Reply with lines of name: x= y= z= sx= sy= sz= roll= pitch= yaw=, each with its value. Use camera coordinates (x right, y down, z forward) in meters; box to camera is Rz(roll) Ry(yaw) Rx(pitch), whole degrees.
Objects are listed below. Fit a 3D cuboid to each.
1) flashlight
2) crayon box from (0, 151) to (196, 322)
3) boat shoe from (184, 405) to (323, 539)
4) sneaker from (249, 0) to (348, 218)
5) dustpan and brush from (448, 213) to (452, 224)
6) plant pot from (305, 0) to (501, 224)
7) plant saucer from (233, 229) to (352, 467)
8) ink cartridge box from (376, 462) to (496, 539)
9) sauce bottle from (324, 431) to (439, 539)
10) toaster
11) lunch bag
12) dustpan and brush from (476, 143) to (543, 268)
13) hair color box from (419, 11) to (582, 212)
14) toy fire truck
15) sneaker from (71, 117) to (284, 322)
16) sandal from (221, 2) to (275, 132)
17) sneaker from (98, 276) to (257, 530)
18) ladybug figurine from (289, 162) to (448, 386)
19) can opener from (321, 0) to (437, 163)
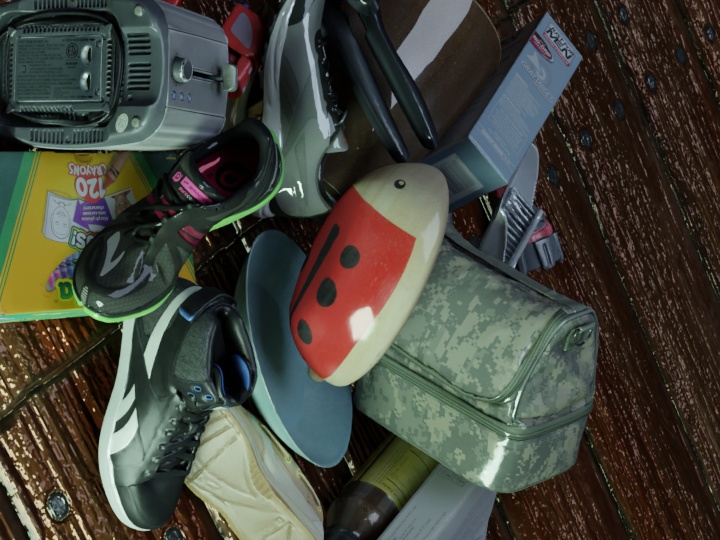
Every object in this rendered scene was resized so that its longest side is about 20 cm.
flashlight: x=0.140 y=-0.095 z=1.813 sx=0.068 sy=0.067 sz=0.202 roll=-27 pitch=101 yaw=-53
crayon box: x=-0.219 y=-0.026 z=1.396 sx=0.199 sy=0.058 sz=0.120 roll=-4 pitch=84 yaw=-49
boat shoe: x=-0.096 y=0.154 z=1.488 sx=0.201 sy=0.073 sz=0.069 roll=57 pitch=21 yaw=-16
sneaker: x=-0.043 y=-0.139 z=1.480 sx=0.074 sy=0.078 sz=0.202 roll=-48 pitch=147 yaw=-79
dustpan and brush: x=0.044 y=-0.017 z=1.676 sx=0.199 sy=0.057 sz=0.141 roll=8 pitch=74 yaw=-47
plant pot: x=-0.002 y=-0.145 z=1.600 sx=0.187 sy=0.186 sz=0.201 roll=44 pitch=63 yaw=-32
plant saucer: x=-0.064 y=0.068 z=1.532 sx=0.201 sy=0.038 sz=0.203 roll=-16 pitch=90 yaw=-71
ink cartridge box: x=0.055 y=0.260 z=1.612 sx=0.200 sy=0.044 sz=0.177 roll=-44 pitch=152 yaw=-46
sauce bottle: x=0.012 y=0.202 z=1.595 sx=0.200 sy=0.064 sz=0.065 roll=-44 pitch=113 yaw=-43
toaster: x=-0.191 y=-0.144 z=1.379 sx=0.129 sy=0.198 sz=0.115 roll=2 pitch=89 yaw=-62
lunch bag: x=0.101 y=0.067 z=1.574 sx=0.139 sy=0.199 sz=0.169 roll=-10 pitch=122 yaw=-46
dustpan and brush: x=0.129 y=-0.003 z=1.690 sx=0.057 sy=0.201 sz=0.140 roll=26 pitch=33 yaw=3
hair color box: x=0.120 y=-0.142 z=1.692 sx=0.061 sy=0.099 sz=0.201 roll=47 pitch=47 yaw=-17
toy fire truck: x=-0.150 y=-0.243 z=1.485 sx=0.199 sy=0.049 sz=0.142 roll=30 pitch=74 yaw=-3
sneaker: x=-0.137 y=-0.044 z=1.352 sx=0.077 sy=0.084 sz=0.200 roll=38 pitch=67 yaw=15
sandal: x=-0.102 y=-0.124 z=1.536 sx=0.054 sy=0.080 sz=0.202 roll=21 pitch=70 yaw=-31
sneaker: x=-0.132 y=0.110 z=1.378 sx=0.073 sy=0.111 sz=0.202 roll=-6 pitch=106 yaw=-45
ladybug figurine: x=0.000 y=0.000 z=1.485 sx=0.071 sy=0.136 sz=0.201 roll=22 pitch=102 yaw=-23
can opener: x=0.003 y=-0.180 z=1.501 sx=0.079 sy=0.063 sz=0.202 roll=-27 pitch=96 yaw=-80
